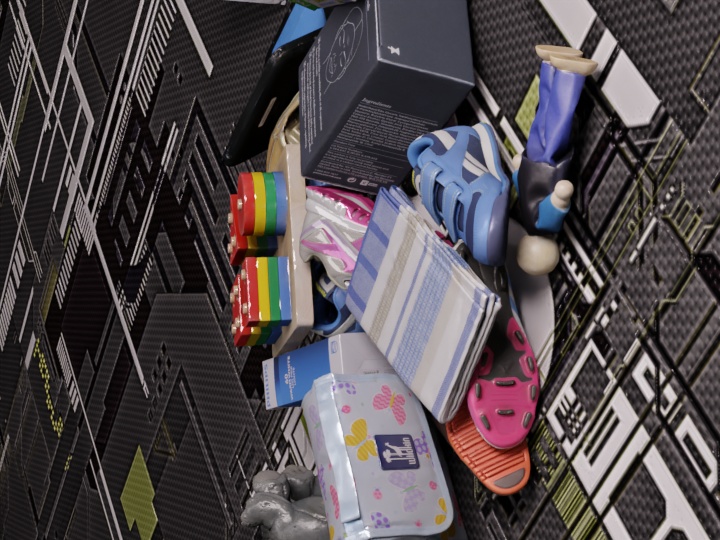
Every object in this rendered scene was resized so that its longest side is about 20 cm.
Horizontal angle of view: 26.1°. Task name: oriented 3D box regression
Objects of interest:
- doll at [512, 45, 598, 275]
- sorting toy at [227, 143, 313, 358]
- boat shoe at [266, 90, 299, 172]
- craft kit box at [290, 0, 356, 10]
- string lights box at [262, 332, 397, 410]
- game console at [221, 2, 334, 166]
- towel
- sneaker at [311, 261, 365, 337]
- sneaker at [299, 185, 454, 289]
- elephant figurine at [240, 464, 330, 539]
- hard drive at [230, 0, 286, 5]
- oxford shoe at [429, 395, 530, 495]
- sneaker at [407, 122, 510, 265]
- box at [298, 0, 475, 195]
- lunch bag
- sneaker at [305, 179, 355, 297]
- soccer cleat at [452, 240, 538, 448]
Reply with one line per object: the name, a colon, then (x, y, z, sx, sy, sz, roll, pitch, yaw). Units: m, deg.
doll: (0.166, -0.091, 1.373, 0.137, 0.048, 0.202, -120, 36, -67)
sorting toy: (-0.106, -0.016, 1.725, 0.200, 0.069, 0.201, 128, 140, -73)
boat shoe: (-0.071, -0.156, 1.779, 0.071, 0.076, 0.201, 32, 132, 6)
craft kit box: (-0.010, -0.366, 1.560, 0.197, 0.048, 0.201, -156, 85, -78)
string lights box: (-0.020, 0.110, 1.680, 0.200, 0.102, 0.059, -22, 71, 60)
game console: (-0.103, -0.247, 1.830, 0.116, 0.175, 0.200, 47, 138, 14)
towel: (0.054, 0.029, 1.459, 0.200, 0.024, 0.148, 50, 131, 43)
sneaker: (0.000, 0.000, 1.664, 0.074, 0.082, 0.201, 61, 139, 44)
sneaker: (0.018, -0.013, 1.580, 0.199, 0.081, 0.089, 29, 109, 32)
elephant figurine: (-0.076, 0.336, 1.777, 0.155, 0.140, 0.201, -85, 5, -68)
hard drive: (-0.138, -0.423, 1.861, 0.038, 0.139, 0.201, 43, 126, 53)
oxford shoe: (0.108, 0.144, 1.496, 0.073, 0.071, 0.201, 81, 166, -49)
sneaker: (0.091, -0.067, 1.419, 0.200, 0.082, 0.074, -101, 12, -59)
box: (0.021, -0.197, 1.564, 0.200, 0.106, 0.149, 128, 147, -50)
lunch bag: (0.022, 0.201, 1.500, 0.126, 0.200, 0.171, -22, 62, 15)
sneaker: (-0.029, -0.058, 1.741, 0.077, 0.075, 0.202, 34, 130, 50)
soccer cleat: (0.123, 0.069, 1.462, 0.086, 0.069, 0.202, 113, 149, -77)
